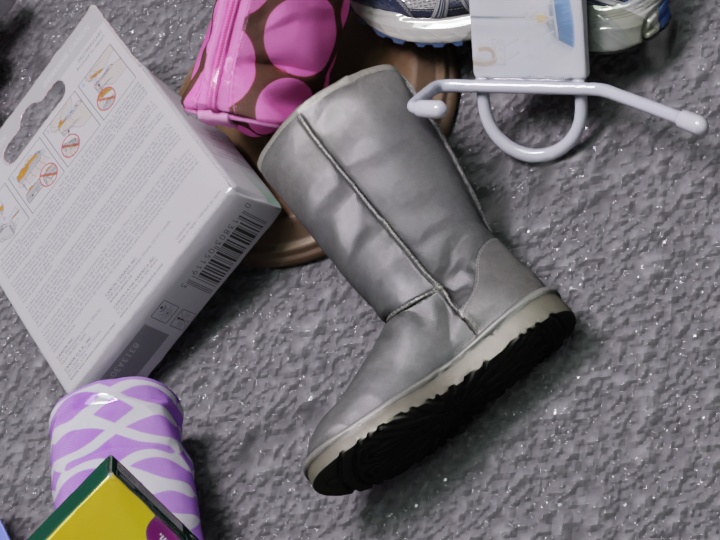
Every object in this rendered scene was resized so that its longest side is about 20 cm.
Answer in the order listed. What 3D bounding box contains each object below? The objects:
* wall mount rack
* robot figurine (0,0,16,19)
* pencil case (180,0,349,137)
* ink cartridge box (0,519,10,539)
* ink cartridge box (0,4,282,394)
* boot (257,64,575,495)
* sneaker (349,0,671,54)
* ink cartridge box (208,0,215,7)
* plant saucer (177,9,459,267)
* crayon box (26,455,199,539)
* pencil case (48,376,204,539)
[{"bbox_3d":[0.106,-0.144,1.304,0.173,0.201,0.075,3,21,22],"label":"wall mount rack"},{"bbox_3d":[-0.318,-0.137,1.600,0.200,0.113,0.170,-47,59,-2],"label":"robot figurine"},{"bbox_3d":[-0.046,-0.172,1.381,0.090,0.094,0.201,16,105,15],"label":"pencil case"},{"bbox_3d":[-0.263,0.225,1.391,0.200,0.042,0.120,-41,49,6],"label":"ink cartridge box"},{"bbox_3d":[-0.151,-0.039,1.462,0.161,0.050,0.200,-51,46,13],"label":"ink cartridge box"},{"bbox_3d":[-0.001,0.002,1.331,0.181,0.073,0.200,-35,65,-9],"label":"boot"},{"bbox_3d":[0.080,-0.178,1.391,0.199,0.086,0.077,4,30,27],"label":"sneaker"},{"bbox_3d":[-0.033,-0.275,1.516,0.145,0.084,0.201,-12,48,24],"label":"ink cartridge box"},{"bbox_3d":[-0.036,-0.095,1.461,0.199,0.029,0.201,-15,55,22],"label":"plant saucer"},{"bbox_3d":[-0.113,0.224,1.206,0.173,0.200,0.058,-45,8,0],"label":"crayon box"},{"bbox_3d":[-0.120,0.155,1.318,0.083,0.086,0.201,-17,54,9],"label":"pencil case"}]
